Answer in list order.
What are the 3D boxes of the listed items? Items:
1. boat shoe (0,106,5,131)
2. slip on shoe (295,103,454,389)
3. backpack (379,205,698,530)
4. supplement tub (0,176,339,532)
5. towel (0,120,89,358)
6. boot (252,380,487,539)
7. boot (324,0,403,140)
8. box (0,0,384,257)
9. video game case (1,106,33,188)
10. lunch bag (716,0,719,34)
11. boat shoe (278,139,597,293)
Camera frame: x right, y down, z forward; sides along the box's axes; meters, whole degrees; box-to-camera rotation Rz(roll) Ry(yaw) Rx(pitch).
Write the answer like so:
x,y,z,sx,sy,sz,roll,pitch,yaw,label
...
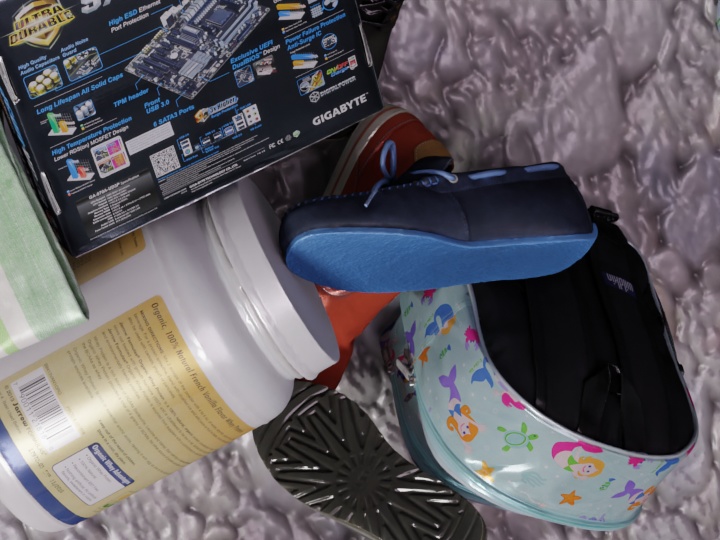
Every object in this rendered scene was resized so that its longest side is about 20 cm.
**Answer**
x,y,z,sx,sy,sz,roll,pitch,yaw,label
-0.184,-0.162,1.218,0.071,0.066,0.203,-5,112,-20,boat shoe
0.000,0.000,1.344,0.074,0.061,0.201,-5,123,-55,slip on shoe
0.109,0.066,1.353,0.176,0.201,0.151,17,124,-28,backpack
-0.126,0.044,1.258,0.199,0.145,0.145,-28,119,7,supplement tub
-0.259,-0.008,1.198,0.199,0.023,0.154,-22,96,20,towel
0.018,0.163,1.392,0.073,0.182,0.200,-47,160,-9,boot
0.007,-0.155,1.256,0.077,0.138,0.202,-5,114,-22,boot
-0.097,-0.119,1.181,0.199,0.046,0.160,-27,126,-13,box
-0.122,-0.133,1.233,0.181,0.022,0.202,-26,127,-35,video game case
0.331,-0.191,1.412,0.198,0.076,0.162,1,112,-21,lunch bag
0.038,-0.030,1.272,0.198,0.069,0.084,1,152,-33,boat shoe
